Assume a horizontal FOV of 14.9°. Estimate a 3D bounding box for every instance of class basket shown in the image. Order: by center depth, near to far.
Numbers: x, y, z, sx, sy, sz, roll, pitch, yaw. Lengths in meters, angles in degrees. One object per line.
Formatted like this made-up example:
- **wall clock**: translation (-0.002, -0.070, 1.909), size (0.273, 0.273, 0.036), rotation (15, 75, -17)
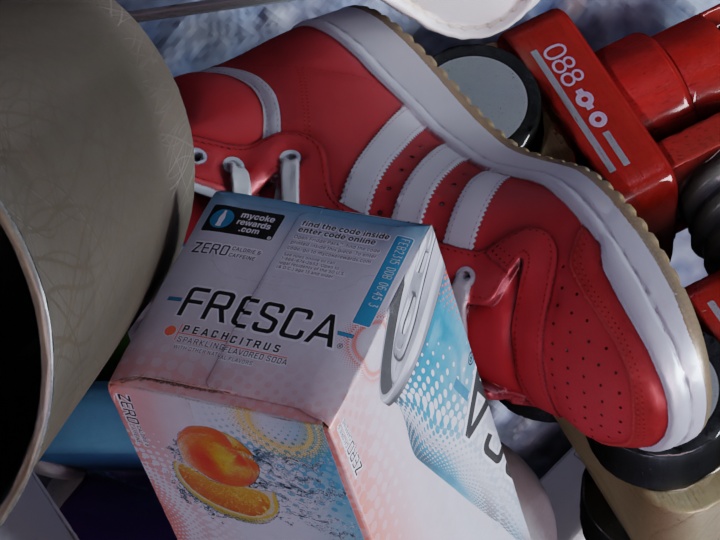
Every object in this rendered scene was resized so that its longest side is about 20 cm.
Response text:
- **basket**: translation (-0.120, -0.008, 0.647), size (0.179, 0.200, 0.137), rotation (0, 103, 16)

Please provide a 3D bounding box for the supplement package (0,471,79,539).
- **supplement package**: translation (-0.177, 0.073, 0.765), size (0.155, 0.200, 0.111), rotation (24, 108, -44)

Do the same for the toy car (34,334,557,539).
- **toy car**: translation (-0.044, 0.077, 0.862), size (0.174, 0.150, 0.201), rotation (-1, 127, 24)

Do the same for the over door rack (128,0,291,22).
- **over door rack**: translation (-0.030, -0.147, 0.823), size (0.199, 0.067, 0.148), rotation (-13, 123, 4)

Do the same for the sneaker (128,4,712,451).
- **sneaker**: translation (0.000, 0.000, 0.750), size (0.112, 0.200, 0.072), rotation (-20, 129, -25)

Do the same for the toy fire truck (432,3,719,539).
- **toy fire truck**: translation (0.132, -0.012, 0.898), size (0.199, 0.176, 0.129), rotation (-27, 152, -10)

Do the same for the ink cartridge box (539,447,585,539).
- **ink cartridge box**: translation (0.113, 0.145, 1.023), size (0.200, 0.045, 0.176), rotation (-44, 123, -7)

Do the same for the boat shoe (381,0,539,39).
- **boat shoe**: translation (-0.014, -0.128, 0.755), size (0.071, 0.069, 0.200), rotation (-35, 119, 18)

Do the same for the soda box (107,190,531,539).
- **soda box**: translation (0.001, 0.072, 0.730), size (0.063, 0.069, 0.200), rotation (10, 143, 24)
